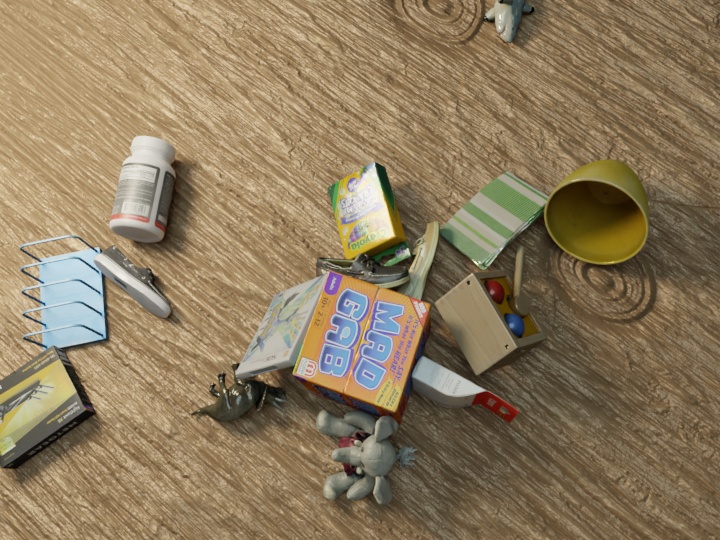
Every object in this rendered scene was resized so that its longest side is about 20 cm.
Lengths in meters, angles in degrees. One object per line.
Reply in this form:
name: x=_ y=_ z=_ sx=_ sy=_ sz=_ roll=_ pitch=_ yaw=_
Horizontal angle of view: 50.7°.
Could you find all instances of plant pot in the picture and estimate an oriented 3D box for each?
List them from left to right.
plant pot: x=0.476 y=-0.136 z=1.489 sx=0.197 sy=0.202 sz=0.143 roll=25 pitch=51 yaw=12

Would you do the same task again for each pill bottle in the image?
pill bottle: x=-0.456 y=-0.172 z=1.613 sx=0.113 sy=0.116 sz=0.204 roll=6 pitch=74 yaw=7

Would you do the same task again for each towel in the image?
towel: x=0.273 y=-0.107 z=1.544 sx=0.200 sy=0.023 sz=0.152 roll=-43 pitch=48 yaw=-6

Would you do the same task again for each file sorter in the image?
file sorter: x=-0.614 y=0.045 z=1.562 sx=0.136 sy=0.123 sz=0.204 roll=-11 pitch=72 yaw=2

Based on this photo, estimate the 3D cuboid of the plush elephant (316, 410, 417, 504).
plush elephant: x=0.008 y=0.340 z=1.394 sx=0.195 sy=0.155 sz=0.169 roll=0 pitch=77 yaw=4

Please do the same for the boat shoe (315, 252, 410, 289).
boat shoe: x=0.000 y=0.000 z=1.501 sx=0.197 sy=0.072 sz=0.067 roll=-2 pitch=106 yaw=20

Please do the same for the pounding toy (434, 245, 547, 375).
pounding toy: x=0.266 y=0.070 z=1.443 sx=0.142 sy=0.198 sz=0.186 roll=-40 pitch=71 yaw=29

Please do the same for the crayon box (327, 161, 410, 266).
crayon box: x=0.016 y=-0.102 z=1.554 sx=0.124 sy=0.051 sz=0.204 roll=-25 pitch=71 yaw=27

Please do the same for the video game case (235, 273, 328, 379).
video game case: x=-0.146 y=0.108 z=1.454 sx=0.022 sy=0.181 sz=0.202 roll=42 pitch=52 yaw=-24

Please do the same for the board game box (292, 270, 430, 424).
board game box: x=0.011 y=0.150 z=1.428 sx=0.196 sy=0.200 sz=0.204 roll=17 pitch=75 yaw=10

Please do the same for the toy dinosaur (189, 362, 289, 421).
toy dinosaur: x=-0.248 y=0.250 z=1.491 sx=0.197 sy=0.077 sz=0.103 roll=-22 pitch=59 yaw=-6

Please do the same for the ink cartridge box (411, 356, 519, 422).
ink cartridge box: x=0.189 y=0.238 z=1.406 sx=0.198 sy=0.160 sz=0.048 roll=29 pitch=76 yaw=13

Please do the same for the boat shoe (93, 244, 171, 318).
boat shoe: x=-0.464 y=0.018 z=1.588 sx=0.198 sy=0.070 sz=0.066 roll=34 pitch=60 yaw=11

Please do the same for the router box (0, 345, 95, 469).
router box: x=-0.660 y=0.275 z=1.535 sx=0.198 sy=0.052 sz=0.158 roll=-35 pitch=74 yaw=-5

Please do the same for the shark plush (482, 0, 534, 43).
shark plush: x=0.353 y=-0.598 z=1.705 sx=0.083 sy=0.091 sz=0.201 roll=39 pitch=59 yaw=-5

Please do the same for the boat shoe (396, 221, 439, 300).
boat shoe: x=0.112 y=-0.008 z=1.534 sx=0.062 sy=0.073 sz=0.205 roll=17 pitch=83 yaw=5
